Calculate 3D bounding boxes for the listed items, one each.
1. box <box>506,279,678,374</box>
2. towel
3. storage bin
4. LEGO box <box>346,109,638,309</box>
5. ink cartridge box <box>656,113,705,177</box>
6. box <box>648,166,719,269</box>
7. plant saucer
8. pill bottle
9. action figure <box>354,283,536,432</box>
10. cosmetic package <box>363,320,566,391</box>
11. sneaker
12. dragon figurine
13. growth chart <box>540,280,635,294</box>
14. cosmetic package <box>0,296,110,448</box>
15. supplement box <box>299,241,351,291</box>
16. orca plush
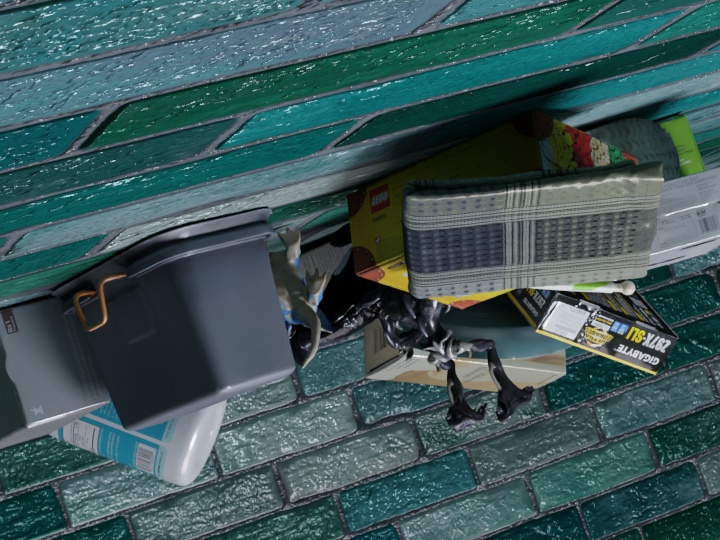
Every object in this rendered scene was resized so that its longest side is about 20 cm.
[{"bbox_3d":[0.202,0.013,1.789,0.160,0.200,0.049,18,112,-31],"label":"box"},{"bbox_3d":[0.132,-0.034,1.396,0.200,0.035,0.193,-5,155,2],"label":"towel"},{"bbox_3d":[-0.151,0.048,1.479,0.145,0.134,0.200,-15,173,-41],"label":"storage bin"},{"bbox_3d":[0.113,-0.045,1.499,0.200,0.077,0.149,-22,154,35],"label":"LEGO box"},{"bbox_3d":[0.228,-0.080,1.816,0.200,0.076,0.148,-19,175,-8],"label":"ink cartridge box"},{"bbox_3d":[0.282,-0.041,1.675,0.117,0.060,0.200,-16,174,-2],"label":"box"},{"bbox_3d":[0.121,0.045,1.810,0.200,0.027,0.200,2,-163,0],"label":"plant saucer"},{"bbox_3d":[-0.242,0.130,1.799,0.200,0.111,0.111,21,179,7],"label":"pill bottle"},{"bbox_3d":[0.075,0.049,1.674,0.119,0.200,0.102,-26,-169,20],"label":"action figure"},{"bbox_3d":[0.113,0.082,1.968,0.200,0.071,0.105,7,160,-23],"label":"cosmetic package"},{"bbox_3d":[0.196,-0.092,1.660,0.200,0.070,0.099,-9,175,-31],"label":"sneaker"},{"bbox_3d":[-0.061,0.032,1.616,0.059,0.200,0.099,-20,138,-14],"label":"dragon figurine"},{"bbox_3d":[0.152,-0.026,1.668,0.145,0.018,0.200,2,-154,-15],"label":"growth chart"},{"bbox_3d":[-0.302,0.095,1.612,0.090,0.107,0.200,-15,176,-31],"label":"cosmetic package"},{"bbox_3d":[-0.002,0.001,1.859,0.200,0.074,0.126,-22,176,34],"label":"supplement box"},{"bbox_3d":[0.000,0.000,1.701,0.200,0.105,0.071,-29,168,-12],"label":"orca plush"}]
